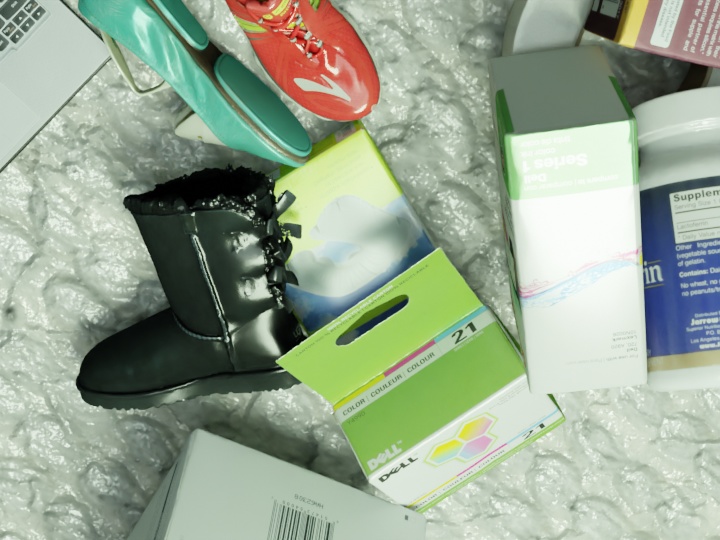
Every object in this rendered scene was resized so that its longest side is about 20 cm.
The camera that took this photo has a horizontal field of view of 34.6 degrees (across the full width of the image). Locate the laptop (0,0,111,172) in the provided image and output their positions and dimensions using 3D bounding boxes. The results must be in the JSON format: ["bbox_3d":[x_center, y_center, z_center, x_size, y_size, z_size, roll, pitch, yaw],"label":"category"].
[{"bbox_3d":[-0.307,-0.143,0.771,0.187,0.116,0.200,-43,108,10],"label":"laptop"}]

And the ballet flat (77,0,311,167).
[{"bbox_3d":[-0.122,-0.137,0.824,0.070,0.067,0.200,-37,106,24],"label":"ballet flat"}]

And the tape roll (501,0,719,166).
[{"bbox_3d":[0.206,-0.159,0.859,0.202,0.037,0.203,-2,110,-6],"label":"tape roll"}]

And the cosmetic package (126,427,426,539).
[{"bbox_3d":[-0.084,0.255,0.896,0.199,0.123,0.200,23,132,-13],"label":"cosmetic package"}]

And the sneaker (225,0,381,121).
[{"bbox_3d":[-0.057,-0.179,0.800,0.077,0.085,0.200,-37,109,8],"label":"sneaker"}]

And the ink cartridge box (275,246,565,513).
[{"bbox_3d":[0.049,0.090,0.858,0.148,0.076,0.200,-34,145,6],"label":"ink cartridge box"}]

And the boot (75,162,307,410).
[{"bbox_3d":[-0.133,0.014,0.844,0.198,0.073,0.163,-7,119,11],"label":"boot"}]

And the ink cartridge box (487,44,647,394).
[{"bbox_3d":[0.142,-0.035,0.802,0.084,0.145,0.200,-7,119,5],"label":"ink cartridge box"}]

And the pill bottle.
[{"bbox_3d":[0.245,-0.020,0.800,0.116,0.116,0.200,-5,83,-4],"label":"pill bottle"}]

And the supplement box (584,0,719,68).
[{"bbox_3d":[0.270,-0.191,0.788,0.200,0.086,0.110,11,108,-9],"label":"supplement box"}]

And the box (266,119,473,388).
[{"bbox_3d":[0.000,0.000,0.889,0.122,0.048,0.200,-31,109,6],"label":"box"}]
